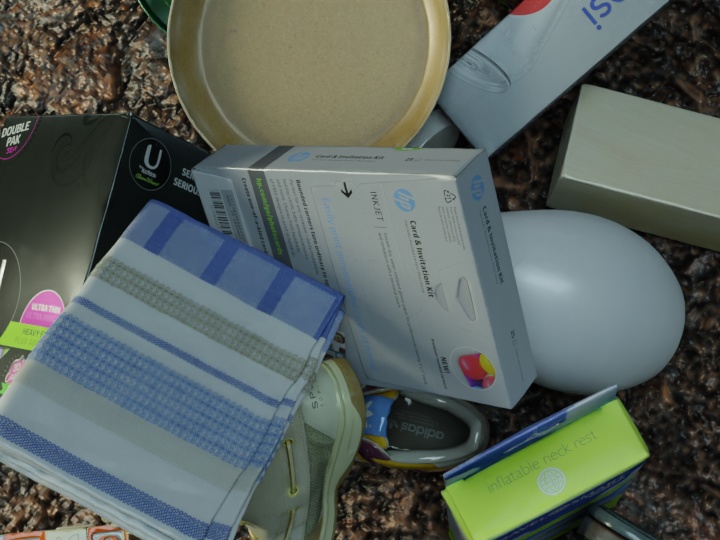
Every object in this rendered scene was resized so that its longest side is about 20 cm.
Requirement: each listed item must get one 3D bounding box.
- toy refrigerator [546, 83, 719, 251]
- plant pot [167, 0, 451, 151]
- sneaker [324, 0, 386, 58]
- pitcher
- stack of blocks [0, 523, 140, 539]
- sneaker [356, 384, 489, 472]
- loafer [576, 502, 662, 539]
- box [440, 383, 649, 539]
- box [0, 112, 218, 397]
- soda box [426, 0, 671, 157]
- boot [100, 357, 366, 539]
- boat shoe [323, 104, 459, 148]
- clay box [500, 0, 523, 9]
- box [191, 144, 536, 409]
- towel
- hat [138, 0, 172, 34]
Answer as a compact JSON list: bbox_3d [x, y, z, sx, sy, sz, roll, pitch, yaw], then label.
[{"bbox_3d":[0.242,-0.064,0.905,0.199,0.070,0.076,14,74,2],"label":"toy refrigerator"},{"bbox_3d":[-0.035,-0.159,0.865,0.198,0.027,0.202,1,95,9],"label":"plant pot"},{"bbox_3d":[0.002,-0.226,0.905,0.199,0.075,0.116,-34,90,17],"label":"sneaker"},{"bbox_3d":[0.105,0.027,0.857,0.199,0.172,0.122,18,44,-25],"label":"pitcher"},{"bbox_3d":[-0.248,0.240,0.856,0.198,0.059,0.116,-6,80,-1],"label":"stack of blocks"},{"bbox_3d":[-0.009,0.096,0.865,0.198,0.090,0.076,5,80,1],"label":"sneaker"},{"bbox_3d":[0.166,0.194,0.795,0.072,0.200,0.063,31,85,20],"label":"loafer"},{"bbox_3d":[0.115,0.141,0.800,0.121,0.200,0.048,-27,70,-5],"label":"box"},{"bbox_3d":[-0.177,0.009,0.834,0.148,0.124,0.201,6,77,42],"label":"box"},{"bbox_3d":[0.143,-0.168,0.870,0.200,0.063,0.068,-40,89,17],"label":"soda box"},{"bbox_3d":[-0.090,0.142,0.789,0.154,0.201,0.072,-6,42,-26],"label":"boot"},{"bbox_3d":[-0.022,-0.065,0.907,0.200,0.072,0.069,-41,67,-3],"label":"boat shoe"},{"bbox_3d":[0.118,-0.269,0.941,0.200,0.048,0.115,36,84,6],"label":"clay box"},{"bbox_3d":[0.000,0.000,0.774,0.041,0.199,0.157,-42,126,-42],"label":"box"},{"bbox_3d":[-0.103,0.057,0.705,0.146,0.024,0.201,27,49,1],"label":"towel"},{"bbox_3d":[-0.104,-0.255,0.881,0.165,0.176,0.201,32,82,6],"label":"hat"}]
